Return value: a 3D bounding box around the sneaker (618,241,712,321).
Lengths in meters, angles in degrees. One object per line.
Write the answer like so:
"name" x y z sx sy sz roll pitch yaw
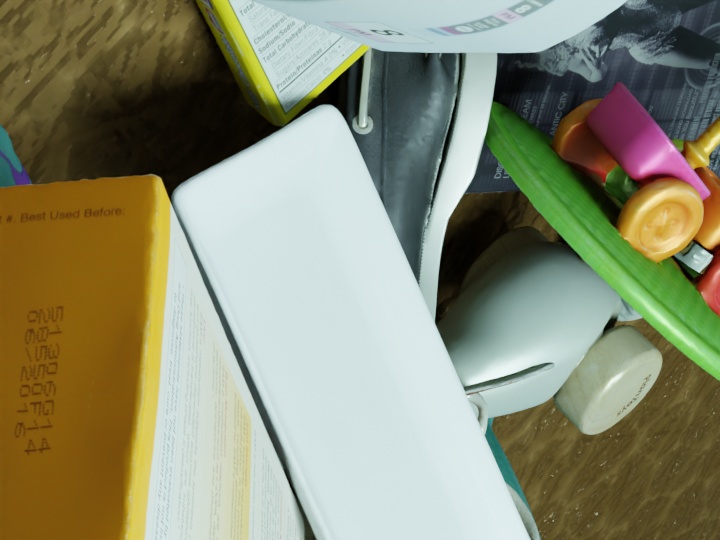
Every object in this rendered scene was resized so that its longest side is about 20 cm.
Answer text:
"sneaker" 0.174 -0.061 1.018 0.087 0.076 0.201 2 123 -55

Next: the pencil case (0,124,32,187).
"pencil case" -0.132 0.014 0.663 0.201 0.084 0.093 77 34 -55

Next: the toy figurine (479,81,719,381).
"toy figurine" 0.173 -0.060 0.817 0.184 0.150 0.200 -45 132 12

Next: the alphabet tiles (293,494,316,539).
"alphabet tiles" -0.095 0.125 0.725 0.195 0.200 0.015 -31 144 -29

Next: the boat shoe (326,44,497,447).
"boat shoe" 0.000 0.000 0.795 0.060 0.074 0.202 11 95 -13

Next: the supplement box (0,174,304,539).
"supplement box" -0.069 0.083 0.602 0.073 0.127 0.201 -5 145 9

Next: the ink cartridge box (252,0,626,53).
"ink cartridge box" 0.021 -0.102 0.601 0.162 0.199 0.058 17 87 -42

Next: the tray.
"tray" 0.000 0.051 0.729 0.022 0.201 0.107 -19 -171 35

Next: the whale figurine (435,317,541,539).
"whale figurine" 0.045 0.123 0.959 0.160 0.103 0.201 75 22 -55

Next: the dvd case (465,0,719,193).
"dvd case" 0.118 -0.102 0.883 0.199 0.016 0.150 -5 124 -32

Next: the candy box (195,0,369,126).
"candy box" 0.022 -0.149 0.742 0.200 0.026 0.102 -43 140 -13

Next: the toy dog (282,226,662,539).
"toy dog" 0.054 0.024 0.900 0.200 0.131 0.097 -44 160 -53
